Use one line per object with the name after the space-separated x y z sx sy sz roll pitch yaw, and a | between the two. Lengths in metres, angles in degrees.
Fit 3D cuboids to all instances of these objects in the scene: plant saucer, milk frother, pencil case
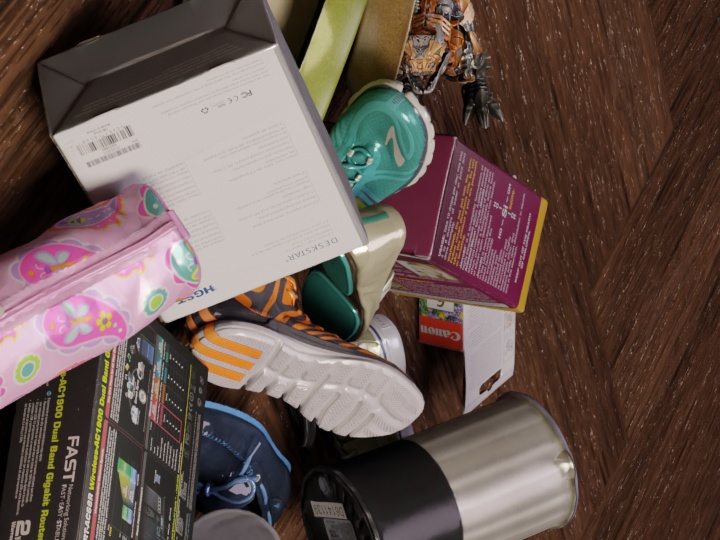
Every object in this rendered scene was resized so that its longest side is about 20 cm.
-0.029 -0.152 1.526 0.200 0.031 0.200 -159 -90 -85 | plant saucer
0.018 -0.213 1.626 0.200 0.035 0.200 -168 -90 -85 | plant saucer
0.039 0.131 1.654 0.188 0.180 0.200 -19 113 -29 | milk frother
-0.193 0.022 1.289 0.200 0.087 0.088 -30 126 -34 | pencil case

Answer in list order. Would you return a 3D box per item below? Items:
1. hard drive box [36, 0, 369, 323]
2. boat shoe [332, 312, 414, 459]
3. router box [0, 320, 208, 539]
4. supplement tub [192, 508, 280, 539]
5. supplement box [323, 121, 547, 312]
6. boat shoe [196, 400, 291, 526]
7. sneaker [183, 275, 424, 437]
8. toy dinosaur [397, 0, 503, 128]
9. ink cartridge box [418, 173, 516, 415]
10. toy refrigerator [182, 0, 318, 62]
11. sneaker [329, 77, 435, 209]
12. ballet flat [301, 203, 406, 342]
-0.101 -0.075 1.396 0.200 0.156 0.077 66 5 -47 | hard drive box
0.004 0.130 1.776 0.062 0.072 0.200 -23 119 -29 | boat shoe
-0.166 0.125 1.389 0.150 0.062 0.200 51 37 -54 | router box
-0.098 0.256 1.518 0.107 0.107 0.200 -54 162 -38 | supplement tub
0.050 -0.041 1.720 0.200 0.131 0.103 27 74 -61 | supplement box
-0.096 0.151 1.564 0.200 0.084 0.069 43 50 -55 | boat shoe
-0.041 0.046 1.559 0.200 0.078 0.112 26 33 -30 | sneaker
0.067 -0.190 1.724 0.200 0.102 0.136 -46 139 -47 | toy dinosaur
0.097 0.019 1.908 0.109 0.050 0.200 -34 129 -54 | ink cartridge box
-0.073 -0.211 1.504 0.076 0.070 0.200 43 63 -61 | toy refrigerator
-0.014 -0.063 1.559 0.200 0.078 0.080 -47 178 43 | sneaker
0.000 0.000 1.583 0.200 0.069 0.070 110 1 -70 | ballet flat
